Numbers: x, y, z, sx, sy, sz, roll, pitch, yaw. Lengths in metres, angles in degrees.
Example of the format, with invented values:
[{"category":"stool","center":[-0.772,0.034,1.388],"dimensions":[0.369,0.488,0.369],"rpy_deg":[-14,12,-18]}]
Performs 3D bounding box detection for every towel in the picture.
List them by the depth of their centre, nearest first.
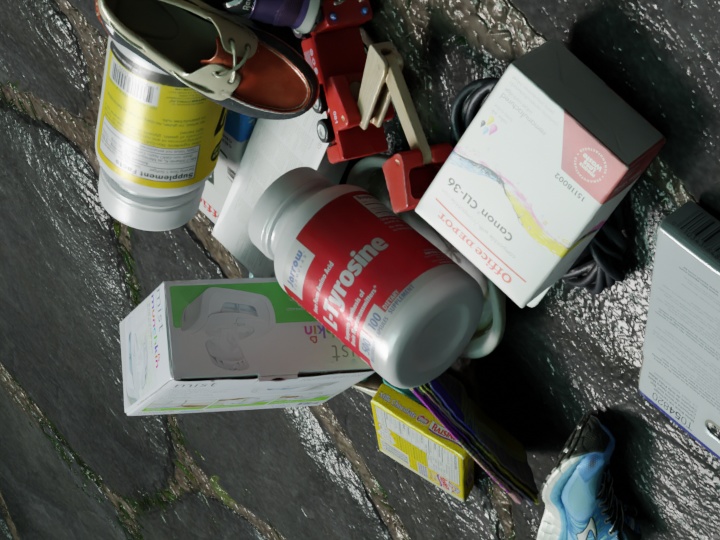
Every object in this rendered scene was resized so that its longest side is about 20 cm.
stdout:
[{"category":"towel","center":[0.086,0.119,1.810],"dimensions":[0.200,0.023,0.144],"rpy_deg":[47,-170,-11]}]

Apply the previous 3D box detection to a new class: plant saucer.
[{"category":"plant saucer","center":[0.068,-0.020,1.756],"dimensions":[0.200,0.050,0.201],"rpy_deg":[40,150,29]}]

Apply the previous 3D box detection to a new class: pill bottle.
[{"category":"pill bottle","center":[0.000,0.000,1.711],"dimensions":[0.200,0.112,0.113],"rpy_deg":[40,150,30]},{"category":"pill bottle","center":[-0.174,-0.139,1.777],"dimensions":[0.114,0.114,0.201],"rpy_deg":[42,139,26]}]

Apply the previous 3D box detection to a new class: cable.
[{"category":"cable","center":[0.139,-0.065,1.576],"dimensions":[0.163,0.051,0.201],"rpy_deg":[33,146,39]}]

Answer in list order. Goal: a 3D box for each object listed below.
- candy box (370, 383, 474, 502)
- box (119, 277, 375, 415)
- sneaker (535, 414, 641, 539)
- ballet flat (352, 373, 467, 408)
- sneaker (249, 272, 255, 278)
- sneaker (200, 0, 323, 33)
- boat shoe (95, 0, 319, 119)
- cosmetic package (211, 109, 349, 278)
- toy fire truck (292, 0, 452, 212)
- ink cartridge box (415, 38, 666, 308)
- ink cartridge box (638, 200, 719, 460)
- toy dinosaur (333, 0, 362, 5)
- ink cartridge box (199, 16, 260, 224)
[{"category":"candy box","center":[0.061,0.166,1.927],"dimensions":[0.102,0.027,0.200],"rpy_deg":[29,166,11]},{"category":"box","center":[-0.106,0.072,1.870],"dimensions":[0.176,0.198,0.098],"rpy_deg":[142,124,-66]},{"category":"sneaker","center":[0.210,0.201,1.770],"dimensions":[0.089,0.079,0.201],"rpy_deg":[24,148,18]},{"category":"ballet flat","center":[0.029,0.109,1.965],"dimensions":[0.200,0.067,0.063],"rpy_deg":[32,156,41]},{"category":"sneaker","center":[-0.039,0.000,1.926],"dimensions":[0.078,0.086,0.200],"rpy_deg":[60,155,-11]},{"category":"sneaker","center":[-0.104,-0.252,1.694],"dimensions":[0.200,0.087,0.076],"rpy_deg":[-146,63,-62]},{"category":"boat shoe","center":[-0.124,-0.180,1.642],"dimensions":[0.199,0.072,0.063],"rpy_deg":[28,-177,-8]},{"category":"cosmetic package","center":[-0.064,-0.087,1.834],"dimensions":[0.083,0.050,0.201],"rpy_deg":[46,131,25]},{"category":"toy fire truck","center":[0.009,-0.145,1.648],"dimensions":[0.141,0.048,0.202],"rpy_deg":[-12,91,65]},{"category":"ink cartridge box","center":[0.122,-0.057,1.507],"dimensions":[0.116,0.067,0.200],"rpy_deg":[43,132,11]},{"category":"ink cartridge box","center":[0.292,0.075,1.483],"dimensions":[0.199,0.040,0.201],"rpy_deg":[41,151,29]},{"category":"toy dinosaur","center":[-0.015,-0.279,1.516],"dimensions":[0.086,0.200,0.136],"rpy_deg":[-33,86,27]},{"category":"ink cartridge box","center":[-0.130,-0.145,1.916],"dimensions":[0.146,0.084,0.201],"rpy_deg":[43,150,25]}]
